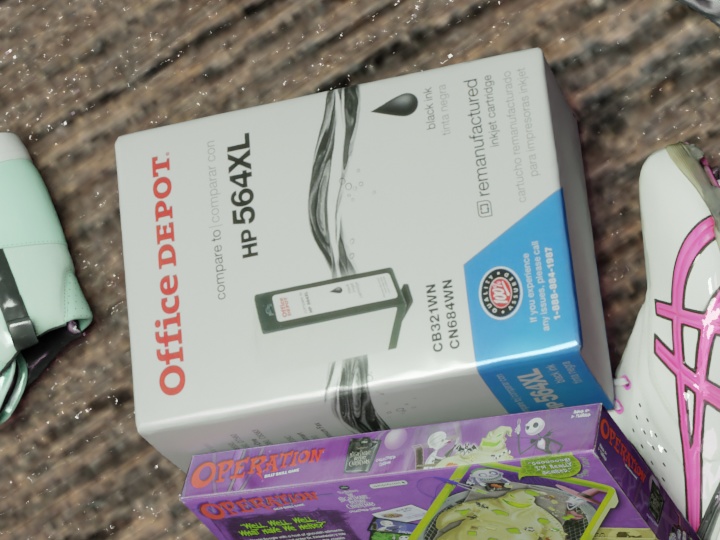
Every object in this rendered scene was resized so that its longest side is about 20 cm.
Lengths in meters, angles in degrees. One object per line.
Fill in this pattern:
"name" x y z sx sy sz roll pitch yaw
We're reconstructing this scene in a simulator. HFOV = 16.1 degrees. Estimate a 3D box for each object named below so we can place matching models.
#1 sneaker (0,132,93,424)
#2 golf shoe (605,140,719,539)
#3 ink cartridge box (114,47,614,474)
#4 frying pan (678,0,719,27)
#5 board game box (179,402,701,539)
"sneaker" -0.223 0.033 1.187 0.200 0.074 0.118 -30 76 6
"golf shoe" 0.141 0.044 1.113 0.092 0.073 0.200 -12 81 8
"ink cartridge box" 0.000 0.000 1.121 0.200 0.084 0.146 -12 68 13
"frying pan" 0.185 -0.086 1.135 0.190 0.031 0.115 11 90 15
"board game box" 0.037 0.110 1.089 0.200 0.120 0.032 -9 53 30
